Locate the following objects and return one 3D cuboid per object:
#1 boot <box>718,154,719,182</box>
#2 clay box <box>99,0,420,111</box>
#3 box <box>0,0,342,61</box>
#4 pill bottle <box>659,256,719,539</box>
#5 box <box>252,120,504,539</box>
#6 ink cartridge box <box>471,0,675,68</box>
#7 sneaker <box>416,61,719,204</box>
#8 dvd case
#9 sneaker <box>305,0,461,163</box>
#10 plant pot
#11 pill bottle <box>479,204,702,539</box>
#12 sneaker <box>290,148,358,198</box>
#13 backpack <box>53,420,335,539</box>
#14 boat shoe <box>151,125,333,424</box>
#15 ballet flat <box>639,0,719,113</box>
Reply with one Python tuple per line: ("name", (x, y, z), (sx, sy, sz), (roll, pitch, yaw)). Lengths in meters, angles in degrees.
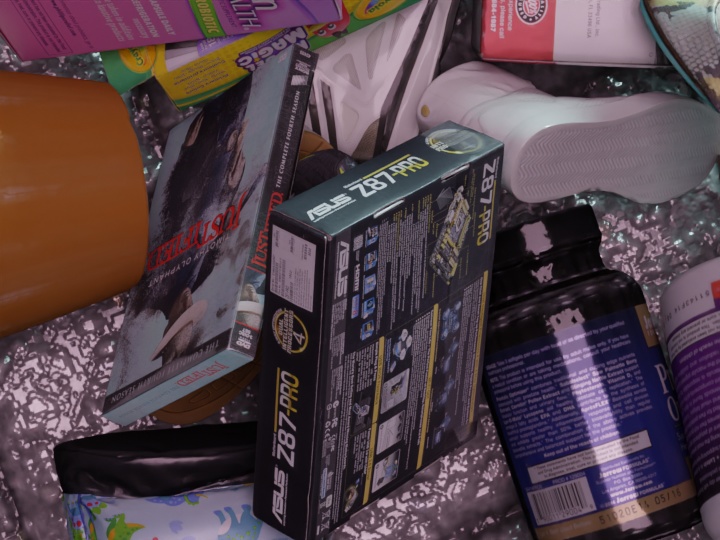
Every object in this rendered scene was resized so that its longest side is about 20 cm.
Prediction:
("boot", (0.286, 0.025, 1.361), (0.200, 0.074, 0.155), (30, 109, 25))
("clay box", (-0.067, -0.179, 1.325), (0.199, 0.048, 0.115), (-24, 59, 7))
("box", (-0.117, -0.231, 1.273), (0.199, 0.097, 0.177), (-7, 66, 10))
("pill bottle", (0.244, 0.097, 1.265), (0.111, 0.111, 0.201), (-6, 69, -6))
("box", (0.011, 0.034, 1.229), (0.049, 0.201, 0.161), (25, 36, 33))
("ink cartridge box", (0.171, -0.198, 1.326), (0.199, 0.083, 0.147), (2, 100, -2))
("sneaker", (0.126, -0.093, 1.347), (0.200, 0.115, 0.074), (-2, 117, -43))
("dvd case", (-0.087, -0.020, 1.266), (0.022, 0.146, 0.201), (25, 60, -27))
("sneaker", (0.001, -0.167, 1.350), (0.115, 0.076, 0.201), (15, 85, -5))
("plant pot", (-0.227, -0.037, 1.271), (0.183, 0.200, 0.201), (-8, 85, -22))
("pill bottle", (0.130, 0.068, 1.319), (0.111, 0.112, 0.201), (-17, 87, -7))
("sneaker", (0.000, 0.000, 1.298), (0.074, 0.200, 0.081), (32, 58, 33))
("backpack", (-0.092, 0.199, 1.283), (0.163, 0.154, 0.201), (-2, 97, -12))
("boat shoe", (-0.076, -0.001, 1.334), (0.071, 0.069, 0.200), (26, 101, -25))
("ballet flat", (0.237, -0.097, 1.244), (0.069, 0.071, 0.200), (-18, 74, -46))
